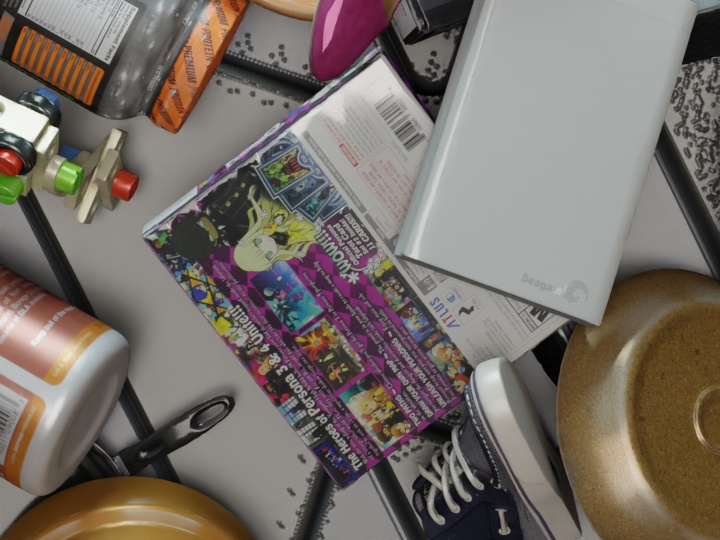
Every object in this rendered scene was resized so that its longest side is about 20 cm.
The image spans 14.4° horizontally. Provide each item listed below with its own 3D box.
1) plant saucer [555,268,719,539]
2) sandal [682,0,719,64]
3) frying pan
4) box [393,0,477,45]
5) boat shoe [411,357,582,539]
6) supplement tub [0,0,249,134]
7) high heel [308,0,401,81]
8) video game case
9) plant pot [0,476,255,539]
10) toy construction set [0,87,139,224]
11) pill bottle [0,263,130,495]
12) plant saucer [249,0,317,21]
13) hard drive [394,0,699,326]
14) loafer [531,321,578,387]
[{"bbox_3d":[0.209,0.094,1.725,0.199,0.035,0.202,9,73,-30],"label":"plant saucer"},{"bbox_3d":[0.172,-0.156,1.749,0.199,0.075,0.048,-9,61,1],"label":"sandal"},{"bbox_3d":[-0.178,0.124,1.792,0.115,0.031,0.190,36,92,-4],"label":"frying pan"},{"bbox_3d":[0.080,-0.262,1.709,0.199,0.050,0.200,-22,90,-15],"label":"box"},{"bbox_3d":[0.070,0.123,1.717,0.092,0.200,0.075,-17,57,8],"label":"boat shoe"},{"bbox_3d":[-0.174,-0.172,1.719,0.199,0.123,0.123,30,95,-3],"label":"supplement tub"},{"bbox_3d":[0.047,-0.182,1.625,0.095,0.067,0.201,23,66,16],"label":"high heel"},{"bbox_3d":[0.000,0.000,1.695,0.181,0.036,0.200,-37,102,6],"label":"video game case"},{"bbox_3d":[-0.137,0.247,1.710,0.199,0.183,0.202,-2,104,-7],"label":"plant pot"},{"bbox_3d":[-0.234,-0.074,1.733,0.198,0.131,0.093,11,57,-1],"label":"toy construction set"},{"bbox_3d":[-0.249,0.043,1.739,0.199,0.112,0.113,30,95,10],"label":"pill bottle"},{"bbox_3d":[-0.027,-0.245,1.723,0.199,0.037,0.202,3,80,-17],"label":"plant saucer"},{"bbox_3d":[0.110,-0.083,1.670,0.131,0.026,0.201,19,85,-18],"label":"hard drive"},{"bbox_3d":[0.165,0.062,1.769,0.072,0.073,0.201,-38,101,-11],"label":"loafer"}]
